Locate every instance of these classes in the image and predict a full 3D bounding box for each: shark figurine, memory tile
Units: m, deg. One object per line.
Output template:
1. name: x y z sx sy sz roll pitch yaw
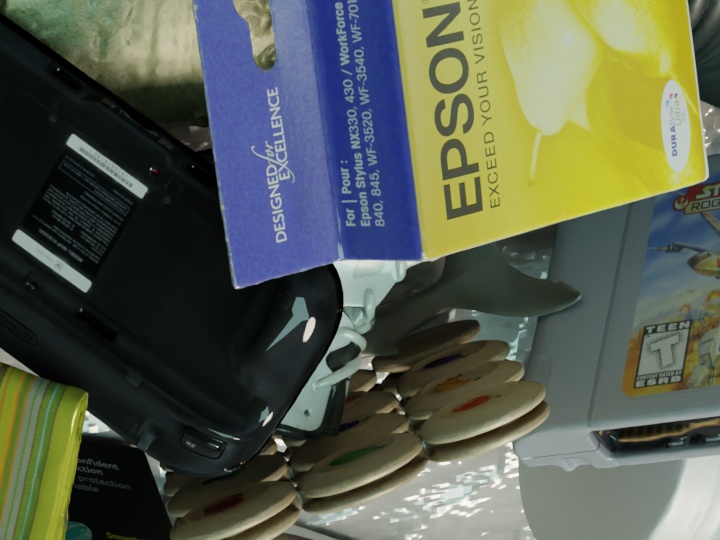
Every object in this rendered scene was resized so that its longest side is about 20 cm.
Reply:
1. shark figurine: -0.030 0.028 1.066 0.214 0.090 0.128 6 124 -24
2. memory tile: -0.007 0.064 1.043 0.153 0.200 0.017 -22 98 -3

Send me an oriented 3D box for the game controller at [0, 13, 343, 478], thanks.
1. game controller: -0.103 -0.013 0.948 0.200 0.042 0.104 36 105 6

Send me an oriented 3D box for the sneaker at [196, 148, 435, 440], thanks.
1. sneaker: 0.000 0.000 1.008 0.200 0.076 0.115 -14 98 -10

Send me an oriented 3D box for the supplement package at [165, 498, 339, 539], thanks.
1. supplement package: -0.018 0.195 1.177 0.200 0.114 0.110 22 116 -35

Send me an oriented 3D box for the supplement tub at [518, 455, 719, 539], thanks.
1. supplement tub: 0.185 0.088 1.164 0.200 0.140 0.140 12 119 -30

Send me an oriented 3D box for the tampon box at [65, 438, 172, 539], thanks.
1. tampon box: -0.150 0.168 1.043 0.150 0.200 0.126 13 119 -29

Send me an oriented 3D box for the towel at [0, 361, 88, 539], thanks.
1. towel: -0.197 0.045 0.977 0.200 0.018 0.086 21 119 9

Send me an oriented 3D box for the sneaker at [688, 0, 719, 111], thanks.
1. sneaker: 0.163 -0.148 1.022 0.099 0.071 0.200 11 124 -35

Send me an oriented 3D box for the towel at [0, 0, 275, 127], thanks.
1. towel: -0.064 -0.137 0.958 0.148 0.036 0.200 -5 126 -20

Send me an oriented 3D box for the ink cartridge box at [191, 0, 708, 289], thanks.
1. ink cartridge box: 0.032 -0.108 0.922 0.200 0.047 0.198 -18 105 -40

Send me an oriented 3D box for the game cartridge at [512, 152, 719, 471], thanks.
1. game cartridge: 0.159 0.009 1.047 0.200 0.133 0.042 -10 144 32
